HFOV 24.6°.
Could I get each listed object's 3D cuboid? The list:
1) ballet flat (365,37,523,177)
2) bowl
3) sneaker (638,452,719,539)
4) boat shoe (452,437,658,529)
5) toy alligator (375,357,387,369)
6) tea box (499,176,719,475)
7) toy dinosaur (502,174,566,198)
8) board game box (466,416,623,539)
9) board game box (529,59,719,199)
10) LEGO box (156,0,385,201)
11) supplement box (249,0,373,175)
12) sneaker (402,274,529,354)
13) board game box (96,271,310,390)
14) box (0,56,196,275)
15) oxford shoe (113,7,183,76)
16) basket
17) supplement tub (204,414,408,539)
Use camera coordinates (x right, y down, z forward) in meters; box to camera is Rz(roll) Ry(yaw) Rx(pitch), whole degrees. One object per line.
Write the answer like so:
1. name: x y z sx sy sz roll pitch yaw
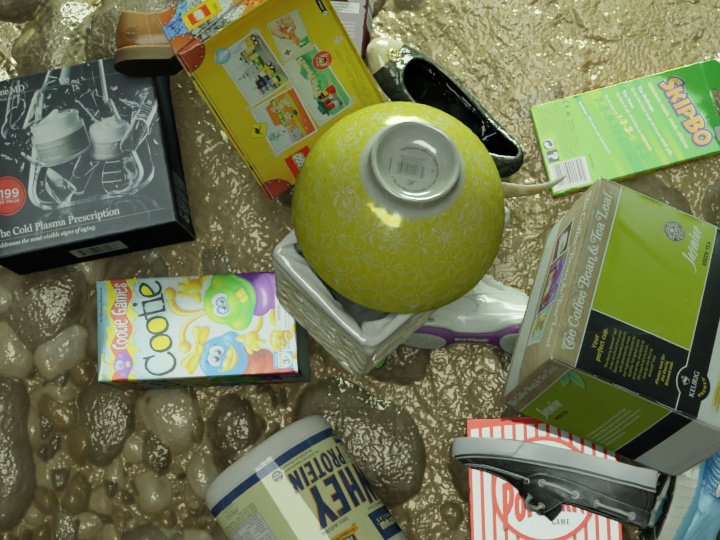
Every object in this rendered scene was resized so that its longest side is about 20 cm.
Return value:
1. ballet flat: 0.089 -0.172 1.676 0.200 0.057 0.067 39 68 1
2. bowl: 0.041 -0.074 1.463 0.199 0.108 0.201 3 67 -6
3. sneaker: 0.347 0.195 1.616 0.090 0.078 0.201 24 88 -11
4. boat shoe: 0.182 0.204 1.576 0.199 0.072 0.068 12 81 -1
5. toy alligator: 0.000 0.000 1.671 0.054 0.059 0.202 -1 82 5
6. tea box: 0.262 0.055 1.552 0.196 0.134 0.201 24 62 -8
7. toy dinosaur: 0.097 -0.081 1.649 0.199 0.058 0.102 21 126 17
8. board game box: 0.182 0.244 1.625 0.150 0.046 0.202 -3 81 5
9. board game box: 0.280 -0.145 1.681 0.199 0.030 0.096 -15 81 6
10. LEGO box: -0.078 -0.189 1.574 0.148 0.200 0.077 -31 40 0
11. supplement box: -0.049 -0.189 1.702 0.108 0.061 0.201 5 82 6
12. sneaker: 0.127 0.029 1.648 0.198 0.075 0.100 5 63 -3
13. board game box: -0.156 0.062 1.655 0.198 0.103 0.106 -3 81 5
14. box: -0.287 -0.109 1.693 0.199 0.104 0.183 -12 80 3
15. oxford shoe: -0.144 -0.234 1.632 0.198 0.071 0.072 0 76 -9
16. basket: 0.023 -0.013 1.561 0.136 0.124 0.200 44 68 11
17. supplement tub: -0.042 0.258 1.596 0.145 0.145 0.200 -35 80 0
